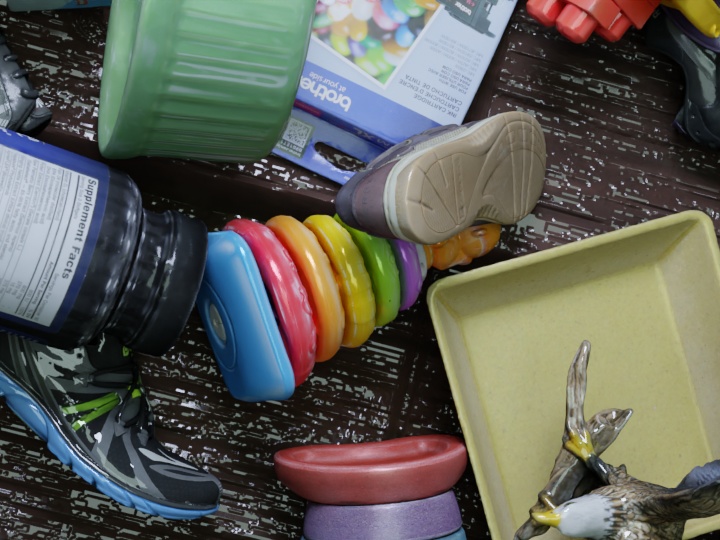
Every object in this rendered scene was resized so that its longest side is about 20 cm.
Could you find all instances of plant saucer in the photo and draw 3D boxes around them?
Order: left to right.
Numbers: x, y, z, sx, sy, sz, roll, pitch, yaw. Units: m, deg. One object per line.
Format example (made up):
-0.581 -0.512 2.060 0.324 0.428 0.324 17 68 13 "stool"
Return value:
0.151 0.081 1.097 0.200 0.048 0.200 -15 89 -16 "plant saucer"

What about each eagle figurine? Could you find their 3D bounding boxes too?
0.166 0.145 0.961 0.151 0.200 0.152 -28 114 -24 "eagle figurine"

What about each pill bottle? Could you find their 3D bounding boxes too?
-0.195 -0.019 0.985 0.200 0.112 0.112 19 85 -21 "pill bottle"

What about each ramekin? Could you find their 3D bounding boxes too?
-0.090 -0.158 1.015 0.098 0.200 0.200 9 86 -14 "ramekin"

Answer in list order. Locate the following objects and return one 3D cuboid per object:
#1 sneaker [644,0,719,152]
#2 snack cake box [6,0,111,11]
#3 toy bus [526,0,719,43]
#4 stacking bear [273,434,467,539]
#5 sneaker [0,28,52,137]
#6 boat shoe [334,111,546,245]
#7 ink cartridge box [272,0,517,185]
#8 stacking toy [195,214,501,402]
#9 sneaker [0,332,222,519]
0.254 -0.096 1.127 0.087 0.076 0.200 -28 89 9 "sneaker"
-0.192 -0.269 1.032 0.067 0.115 0.200 -5 82 -8 "snack cake box"
0.197 -0.210 1.049 0.200 0.136 0.192 33 88 40 "toy bus"
0.016 0.211 1.057 0.121 0.114 0.200 -4 93 -7 "stacking bear"
-0.237 -0.123 1.054 0.098 0.071 0.201 0 90 -7 "sneaker"
0.053 -0.057 1.048 0.065 0.200 0.072 5 106 29 "boat shoe"
0.024 -0.149 1.106 0.119 0.042 0.200 25 86 -5 "ink cartridge box"
0.000 0.000 1.073 0.200 0.116 0.110 -19 93 -19 "stacking toy"
-0.159 0.078 1.055 0.200 0.071 0.083 43 89 -1 "sneaker"
